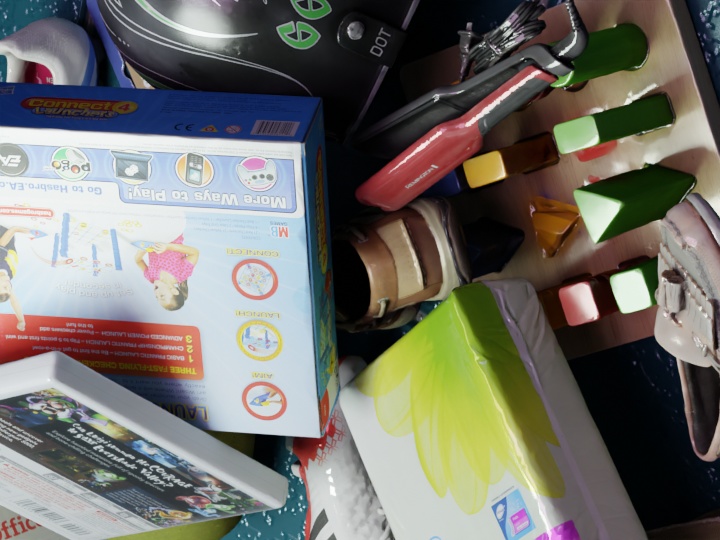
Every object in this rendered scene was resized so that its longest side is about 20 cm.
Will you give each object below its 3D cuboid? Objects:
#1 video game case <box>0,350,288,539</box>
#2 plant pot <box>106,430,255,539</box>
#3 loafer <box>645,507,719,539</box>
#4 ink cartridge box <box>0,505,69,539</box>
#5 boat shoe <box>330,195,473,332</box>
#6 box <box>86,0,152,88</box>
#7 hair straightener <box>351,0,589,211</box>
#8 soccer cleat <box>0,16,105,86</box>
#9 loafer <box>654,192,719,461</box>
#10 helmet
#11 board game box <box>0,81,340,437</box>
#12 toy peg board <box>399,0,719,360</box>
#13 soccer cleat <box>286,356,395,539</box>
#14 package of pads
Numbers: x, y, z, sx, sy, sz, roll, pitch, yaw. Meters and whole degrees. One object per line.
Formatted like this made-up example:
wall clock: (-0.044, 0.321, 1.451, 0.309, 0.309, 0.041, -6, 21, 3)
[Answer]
video game case: (-0.173, 0.108, 1.683, 0.181, 0.200, 0.023, -13, 57, 39)
plant pot: (-0.140, 0.077, 1.817, 0.187, 0.187, 0.201, 7, 119, 36)
loafer: (0.177, 0.188, 1.659, 0.200, 0.067, 0.076, -21, 90, 40)
ink cartridge box: (-0.210, 0.250, 1.918, 0.083, 0.146, 0.201, -27, 84, 38)
boat shoe: (0.000, 0.000, 1.697, 0.076, 0.074, 0.200, 70, 160, 5)
box: (-0.099, -0.160, 1.806, 0.200, 0.032, 0.122, -27, 85, 39)
hair straightener: (0.061, -0.112, 1.576, 0.200, 0.041, 0.077, -40, 46, 43)
soccer cleat: (-0.212, -0.067, 1.879, 0.070, 0.086, 0.201, 6, 105, 36)
loafer: (0.192, 0.040, 1.543, 0.063, 0.200, 0.072, -29, 47, 0)
helmet: (-0.063, -0.177, 1.655, 0.190, 0.200, 0.200, 25, 120, -5)
board game box: (-0.116, -0.006, 1.628, 0.199, 0.056, 0.197, 4, 122, 11)
toy peg board: (0.108, -0.047, 1.635, 0.199, 0.098, 0.201, -18, 90, 38)
soccer cleat: (-0.001, 0.149, 1.781, 0.085, 0.069, 0.201, 17, 114, 24)
package of pads: (0.076, 0.123, 1.631, 0.154, 0.068, 0.201, -41, 67, 52)
